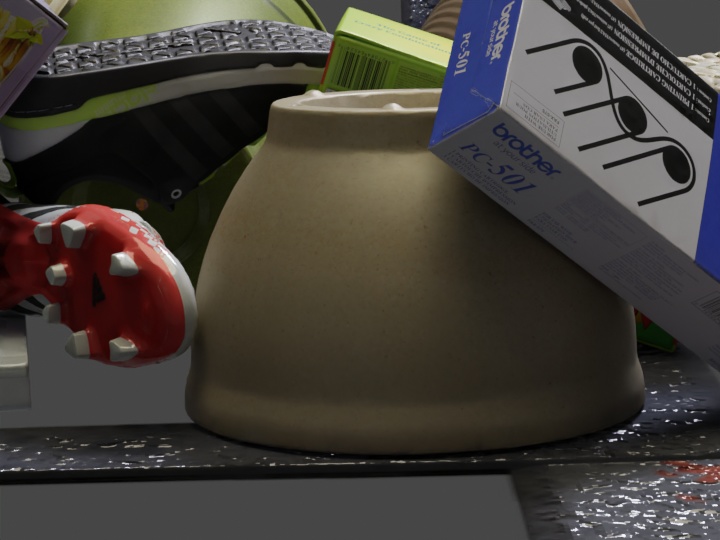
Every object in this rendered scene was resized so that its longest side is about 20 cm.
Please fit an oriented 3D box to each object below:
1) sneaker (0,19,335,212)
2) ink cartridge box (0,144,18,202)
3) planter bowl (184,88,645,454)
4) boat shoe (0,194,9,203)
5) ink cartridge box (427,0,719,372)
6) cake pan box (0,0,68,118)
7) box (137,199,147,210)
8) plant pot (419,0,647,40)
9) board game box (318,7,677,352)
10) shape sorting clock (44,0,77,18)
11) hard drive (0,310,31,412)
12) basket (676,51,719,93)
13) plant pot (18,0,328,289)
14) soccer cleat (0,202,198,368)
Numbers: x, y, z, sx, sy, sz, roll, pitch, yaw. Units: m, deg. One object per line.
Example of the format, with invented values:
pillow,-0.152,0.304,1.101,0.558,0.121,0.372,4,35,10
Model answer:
sneaker,-0.088,-0.073,1.050,0.199,0.083,0.072,-8,23,-18
ink cartridge box,-0.227,-0.115,1.403,0.050,0.201,0.161,-6,11,-31
planter bowl,0.021,-0.009,0.912,0.199,0.135,0.200,-2,9,0
boat shoe,-0.219,0.001,1.112,0.065,0.074,0.202,-42,5,8
ink cartridge box,0.120,-0.037,0.868,0.200,0.094,0.044,35,-41,-26
cake pan box,-0.221,-0.068,1.002,0.052,0.184,0.200,40,1,-20
box,-0.197,-0.082,1.450,0.041,0.120,0.200,-8,11,-32
plant pot,0.075,-0.066,1.105,0.092,0.201,0.201,-20,16,-22
board game box,0.072,-0.044,1.012,0.199,0.102,0.048,18,23,1
shape sorting clock,-0.211,-0.097,1.155,0.039,0.200,0.200,38,-5,-19
hard drive,-0.251,0.045,0.957,0.199,0.026,0.132,-4,9,-9
basket,0.220,-0.048,1.138,0.123,0.136,0.200,-9,11,-20
plant pot,-0.111,-0.064,1.184,0.200,0.201,0.193,-1,21,2
soccer cleat,-0.114,0.000,0.958,0.085,0.069,0.200,-6,9,-34
